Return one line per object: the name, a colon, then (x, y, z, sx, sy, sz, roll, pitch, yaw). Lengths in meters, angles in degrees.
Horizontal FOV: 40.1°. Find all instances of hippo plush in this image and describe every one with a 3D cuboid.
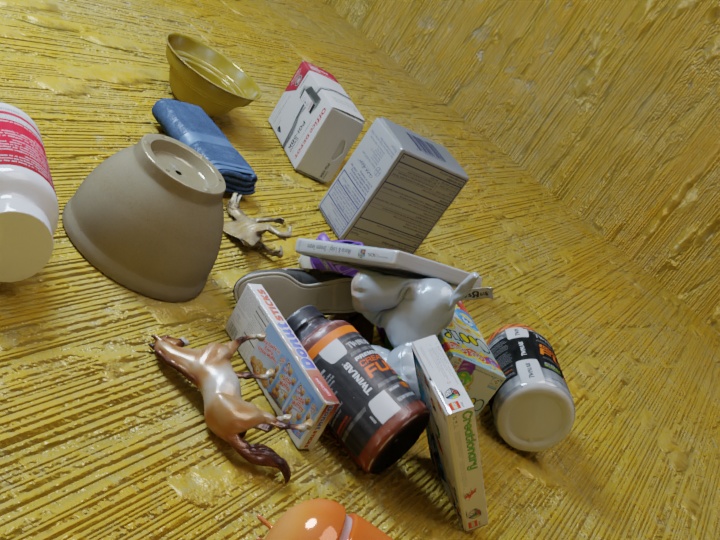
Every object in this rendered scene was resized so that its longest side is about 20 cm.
hippo plush: (0.070, 0.098, 1.273, 0.196, 0.164, 0.159, 2, -16, 23)

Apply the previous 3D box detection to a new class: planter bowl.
planter bowl: (-0.282, -0.336, 1.780, 0.198, 0.084, 0.201, 31, 21, -13)
planter bowl: (-0.247, -0.080, 1.212, 0.198, 0.136, 0.201, 31, 21, -13)

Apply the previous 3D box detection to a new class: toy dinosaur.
toy dinosaur: (-0.155, -0.051, 1.442, 0.099, 0.059, 0.201, 12, 20, -19)

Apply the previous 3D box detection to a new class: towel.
towel: (-0.252, -0.196, 1.579, 0.111, 0.049, 0.201, 8, 35, -52)

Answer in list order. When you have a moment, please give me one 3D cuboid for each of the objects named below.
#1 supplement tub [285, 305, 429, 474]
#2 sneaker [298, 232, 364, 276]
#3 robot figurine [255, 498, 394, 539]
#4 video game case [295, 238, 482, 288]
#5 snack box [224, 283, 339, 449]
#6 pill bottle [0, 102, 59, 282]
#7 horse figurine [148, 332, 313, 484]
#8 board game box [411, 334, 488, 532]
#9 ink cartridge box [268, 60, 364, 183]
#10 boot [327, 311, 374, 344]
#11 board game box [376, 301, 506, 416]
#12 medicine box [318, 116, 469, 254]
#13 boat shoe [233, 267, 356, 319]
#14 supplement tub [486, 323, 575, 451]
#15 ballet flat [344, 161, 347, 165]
supplement tub: (-0.017, 0.134, 1.166, 0.200, 0.108, 0.106, 45, 22, 21)
sneaker: (0.000, 0.000, 1.517, 0.198, 0.084, 0.081, 21, 25, -38)
robot figurine: (-0.010, 0.278, 0.857, 0.198, 0.117, 0.145, 36, 41, -5)
video game case: (0.039, -0.008, 1.339, 0.180, 0.024, 0.198, 9, -5, 41)
snack box: (-0.095, 0.108, 1.143, 0.024, 0.073, 0.201, 5, 36, -43)
pill bottle: (-0.378, -0.082, 1.034, 0.111, 0.113, 0.201, 20, 26, -37)
horse figurine: (-0.132, 0.133, 1.051, 0.131, 0.050, 0.202, 1, 45, -38)
board game box: (0.106, 0.193, 1.160, 0.034, 0.203, 0.127, -17, 38, -7)
ink cartridge box: (-0.088, -0.288, 1.903, 0.082, 0.148, 0.201, 19, 25, -34)
boot: (-0.005, 0.065, 1.383, 0.073, 0.076, 0.201, 32, 22, -17)
board game box: (0.111, 0.114, 1.422, 0.104, 0.104, 0.201, 24, 24, -29)
medicine box: (0.057, -0.138, 1.738, 0.180, 0.201, 0.104, 16, 29, -43)
boat shoe: (-0.085, 0.031, 1.324, 0.196, 0.068, 0.057, 1, 9, -29)
supplement tub: (0.249, 0.171, 1.499, 0.121, 0.123, 0.201, 30, 21, -16)
ballet flat: (0.059, -0.194, 2.057, 0.198, 0.066, 0.071, 27, 22, -24)
